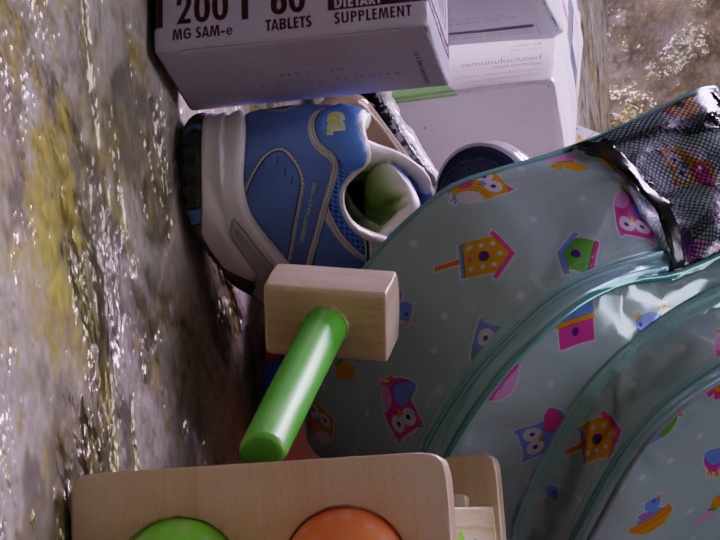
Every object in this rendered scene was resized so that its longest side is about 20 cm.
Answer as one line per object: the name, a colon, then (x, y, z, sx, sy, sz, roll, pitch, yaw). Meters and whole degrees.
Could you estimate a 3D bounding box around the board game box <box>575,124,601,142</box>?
board game box: (0.111, -0.023, 1.542, 0.200, 0.135, 0.035, 25, -50, 53)

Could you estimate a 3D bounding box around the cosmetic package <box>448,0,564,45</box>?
cosmetic package: (0.026, -0.226, 1.445, 0.200, 0.122, 0.201, 43, 44, -79)

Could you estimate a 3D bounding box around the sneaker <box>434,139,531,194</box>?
sneaker: (0.059, 0.039, 1.309, 0.108, 0.070, 0.201, -3, 81, -65)

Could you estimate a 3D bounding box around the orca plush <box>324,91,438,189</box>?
orca plush: (0.015, -0.022, 1.448, 0.071, 0.105, 0.201, -45, 138, -33)

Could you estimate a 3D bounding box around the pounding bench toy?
pounding bench toy: (-0.022, 0.091, 0.986, 0.156, 0.124, 0.201, 27, 59, -79)

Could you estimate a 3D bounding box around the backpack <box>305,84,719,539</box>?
backpack: (0.085, 0.039, 1.157, 0.154, 0.199, 0.176, 55, -40, 32)

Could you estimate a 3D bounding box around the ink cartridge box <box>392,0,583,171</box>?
ink cartridge box: (0.060, -0.118, 1.615, 0.200, 0.116, 0.068, -80, 160, -58)

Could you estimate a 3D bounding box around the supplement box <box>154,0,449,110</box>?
supplement box: (-0.023, -0.170, 1.156, 0.061, 0.108, 0.201, 62, 24, -67)

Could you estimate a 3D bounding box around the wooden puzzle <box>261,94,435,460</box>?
wooden puzzle: (0.010, 0.049, 1.338, 0.185, 0.046, 0.201, 51, 34, -37)

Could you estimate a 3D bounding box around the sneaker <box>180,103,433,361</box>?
sneaker: (0.000, 0.000, 1.201, 0.200, 0.077, 0.076, 50, 32, -52)
